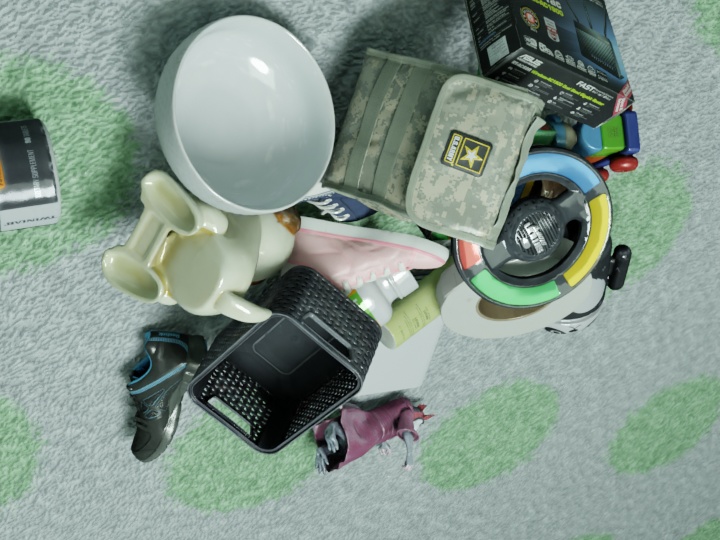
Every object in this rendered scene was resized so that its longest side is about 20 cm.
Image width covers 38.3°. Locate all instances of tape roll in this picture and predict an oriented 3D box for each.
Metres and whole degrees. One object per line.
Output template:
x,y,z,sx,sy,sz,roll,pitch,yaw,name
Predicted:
0.196,0.024,1.332,0.202,0.037,0.203,-7,148,-5,tape roll

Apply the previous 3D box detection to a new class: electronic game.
0.200,-0.048,1.200,0.200,0.042,0.200,-6,115,-14,electronic game

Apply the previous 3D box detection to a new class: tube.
0.103,0.029,1.391,0.200,0.052,0.058,-35,166,-23,tube

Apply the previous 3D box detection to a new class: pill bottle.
-0.395,-0.081,0.985,0.200,0.106,0.106,-11,133,-22,pill bottle
-0.030,0.043,1.311,0.200,0.111,0.111,-34,137,1,pill bottle

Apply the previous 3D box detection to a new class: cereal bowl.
-0.127,-0.153,1.055,0.200,0.083,0.201,4,84,-42,cereal bowl

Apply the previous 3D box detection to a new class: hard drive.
0.053,0.092,1.469,0.132,0.025,0.200,-5,130,-28,hard drive

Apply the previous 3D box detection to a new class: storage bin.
-0.088,0.106,1.193,0.135,0.094,0.200,40,128,-13,storage bin

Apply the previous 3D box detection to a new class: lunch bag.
0.081,-0.126,1.084,0.118,0.200,0.164,13,97,-56,lunch bag

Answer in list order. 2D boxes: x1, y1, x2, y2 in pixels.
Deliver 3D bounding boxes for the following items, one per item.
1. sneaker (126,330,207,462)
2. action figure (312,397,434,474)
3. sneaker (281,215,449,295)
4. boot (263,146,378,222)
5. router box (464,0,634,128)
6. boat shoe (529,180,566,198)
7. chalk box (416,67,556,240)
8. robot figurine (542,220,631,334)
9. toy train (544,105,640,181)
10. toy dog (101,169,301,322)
-0.263,0.156,1.319,0.082,0.073,0.200,16,114,-21,sneaker
0.018,0.228,1.545,0.200,0.134,0.149,-20,95,-31,action figure
0.000,0.000,1.224,0.200,0.105,0.075,10,176,6,sneaker
-0.033,-0.089,1.187,0.200,0.073,0.091,-21,131,-37,boot
0.206,-0.258,1.144,0.200,0.150,0.062,13,146,-39,router box
0.202,-0.048,1.363,0.075,0.075,0.203,3,121,-43,boat shoe
0.135,-0.150,1.225,0.124,0.125,0.200,-2,130,-29,chalk box
0.286,-0.001,1.448,0.125,0.150,0.200,-47,148,-36,robot figurine
0.251,-0.150,1.291,0.115,0.085,0.200,-2,174,-16,toy train
-0.144,-0.033,1.130,0.200,0.194,0.140,-26,143,-64,toy dog
